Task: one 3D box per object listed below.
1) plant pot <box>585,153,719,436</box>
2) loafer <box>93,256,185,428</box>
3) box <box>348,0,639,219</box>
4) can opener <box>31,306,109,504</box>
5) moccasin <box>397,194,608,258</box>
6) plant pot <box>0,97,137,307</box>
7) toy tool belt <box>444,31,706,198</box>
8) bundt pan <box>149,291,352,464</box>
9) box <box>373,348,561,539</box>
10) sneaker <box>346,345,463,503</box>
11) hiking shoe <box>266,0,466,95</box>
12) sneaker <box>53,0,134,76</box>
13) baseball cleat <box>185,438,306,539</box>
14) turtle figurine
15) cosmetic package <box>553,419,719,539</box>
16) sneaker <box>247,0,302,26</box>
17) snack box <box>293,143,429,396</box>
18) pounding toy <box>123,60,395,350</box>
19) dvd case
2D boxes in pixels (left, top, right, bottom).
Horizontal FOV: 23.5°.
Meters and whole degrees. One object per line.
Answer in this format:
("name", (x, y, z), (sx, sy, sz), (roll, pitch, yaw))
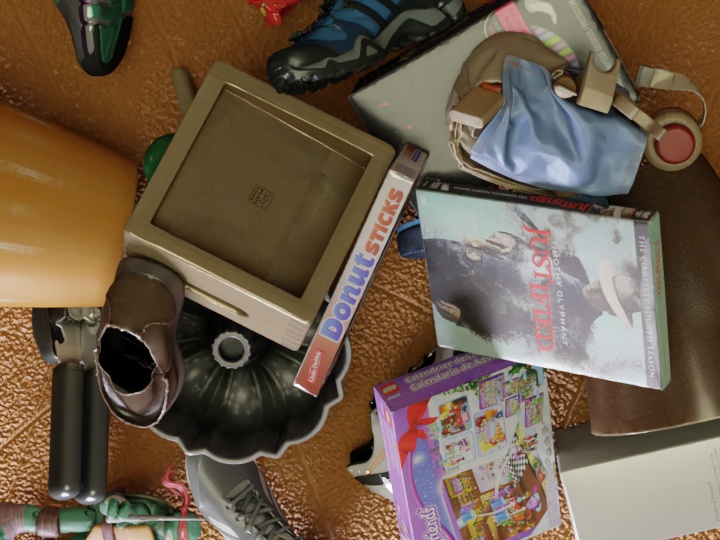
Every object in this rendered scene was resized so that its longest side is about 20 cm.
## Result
("plant pot", (0.253, 0.014, 1.391), (0.187, 0.187, 0.200), (-14, 89, 8))
("loafer", (-0.184, 0.069, 1.358), (0.073, 0.071, 0.200), (19, 144, 9))
("box", (0.107, -0.145, 1.386), (0.200, 0.106, 0.122), (-30, 100, 11))
("can opener", (-0.242, 0.100, 1.463), (0.066, 0.053, 0.200), (-27, 59, 41))
("moccasin", (0.108, -0.019, 1.390), (0.200, 0.080, 0.068), (-8, 90, 46))
("plant pot", (-0.284, -0.050, 1.407), (0.183, 0.200, 0.200), (12, 105, -15))
("toy tool belt", (0.162, -0.103, 1.275), (0.200, 0.123, 0.125), (14, 108, -2))
("bundt pan", (-0.104, 0.058, 1.466), (0.202, 0.076, 0.202), (1, 103, 4))
("box", (0.092, 0.156, 1.433), (0.137, 0.039, 0.200), (-20, 128, -14))
("sneaker", (0.053, 0.112, 1.470), (0.080, 0.074, 0.200), (25, 104, 0))
("hiking shoe", (-0.008, -0.197, 1.331), (0.074, 0.200, 0.087), (-19, 100, 48))
("sneaker", (-0.239, -0.258, 1.413), (0.087, 0.074, 0.200), (0, 95, 19))
("baseball cleat", (-0.073, 0.226, 1.493), (0.070, 0.106, 0.200), (-42, 110, -31))
("turtle figurine", (-0.214, 0.238, 1.506), (0.200, 0.101, 0.150), (-4, 120, 14))
("cosmetic package", (0.269, 0.163, 1.448), (0.200, 0.108, 0.085), (-15, 104, 9))
("sneaker", (-0.080, -0.240, 1.395), (0.200, 0.077, 0.085), (8, 109, 3))
("snack box", (0.000, 0.000, 1.353), (0.024, 0.072, 0.200), (25, 114, 1))
("pounding toy", (-0.096, -0.065, 1.364), (0.200, 0.142, 0.184), (26, 73, 0))
("dvd case", (0.138, 0.009, 1.320), (0.200, 0.022, 0.146), (10, 123, 32))
